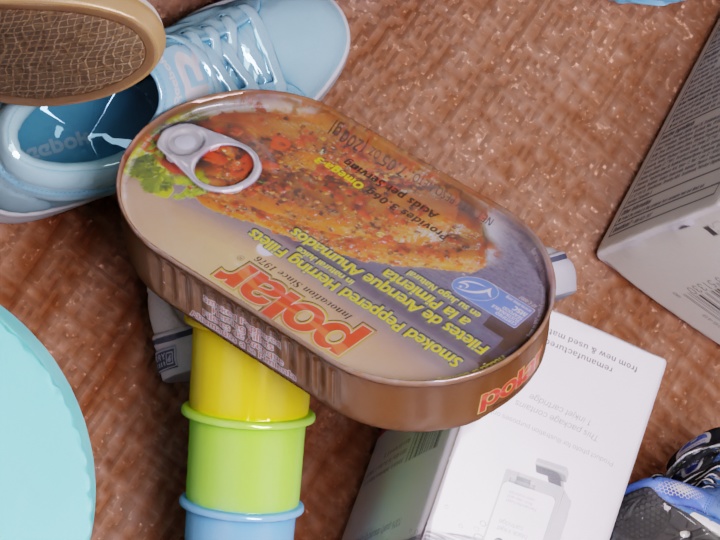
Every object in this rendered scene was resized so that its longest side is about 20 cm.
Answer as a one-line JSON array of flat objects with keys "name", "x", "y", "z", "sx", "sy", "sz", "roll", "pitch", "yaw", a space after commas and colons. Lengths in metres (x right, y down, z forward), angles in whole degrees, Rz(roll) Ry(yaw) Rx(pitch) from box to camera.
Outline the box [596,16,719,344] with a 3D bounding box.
[{"name": "box", "x": 0.220, "y": -0.068, "z": 1.330, "sx": 0.109, "sy": 0.128, "sz": 0.200, "roll": 35, "pitch": 69, "yaw": -13}]

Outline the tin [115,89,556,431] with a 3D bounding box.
[{"name": "tin", "x": -0.012, "y": -0.005, "z": 1.151, "sx": 0.200, "sy": 0.042, "sz": 0.112, "roll": 32, "pitch": 49, "yaw": 27}]

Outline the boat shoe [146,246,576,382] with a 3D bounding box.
[{"name": "boat shoe", "x": 0.000, "y": 0.000, "z": 1.261, "sx": 0.200, "sy": 0.071, "sz": 0.070, "roll": -10, "pitch": 83, "yaw": -15}]

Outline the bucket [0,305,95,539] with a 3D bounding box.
[{"name": "bucket", "x": -0.207, "y": 0.098, "z": 1.117, "sx": 0.207, "sy": 0.135, "sz": 0.208, "roll": 4, "pitch": 79, "yaw": -23}]

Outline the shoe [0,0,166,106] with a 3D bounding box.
[{"name": "shoe", "x": -0.176, "y": -0.109, "z": 1.173, "sx": 0.200, "sy": 0.070, "sz": 0.053, "roll": 2, "pitch": 54, "yaw": 14}]

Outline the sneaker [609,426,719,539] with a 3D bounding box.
[{"name": "sneaker", "x": 0.151, "y": 0.114, "z": 1.261, "sx": 0.078, "sy": 0.200, "sz": 0.089, "roll": -21, "pitch": 70, "yaw": 18}]

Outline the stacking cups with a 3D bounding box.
[{"name": "stacking cups", "x": -0.051, "y": 0.118, "z": 1.188, "sx": 0.060, "sy": 0.060, "sz": 0.200, "roll": 2, "pitch": 97, "yaw": -22}]

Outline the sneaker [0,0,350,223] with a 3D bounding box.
[{"name": "sneaker", "x": -0.080, "y": -0.074, "z": 1.232, "sx": 0.200, "sy": 0.082, "sz": 0.074, "roll": -28, "pitch": 94, "yaw": -23}]

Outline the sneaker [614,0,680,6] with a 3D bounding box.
[{"name": "sneaker", "x": 0.179, "y": -0.209, "z": 1.373, "sx": 0.200, "sy": 0.081, "sz": 0.077, "roll": -44, "pitch": 128, "yaw": -4}]

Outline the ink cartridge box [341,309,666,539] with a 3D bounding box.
[{"name": "ink cartridge box", "x": 0.042, "y": 0.126, "z": 1.206, "sx": 0.083, "sy": 0.147, "sz": 0.200, "roll": 23, "pitch": 72, "yaw": -10}]
